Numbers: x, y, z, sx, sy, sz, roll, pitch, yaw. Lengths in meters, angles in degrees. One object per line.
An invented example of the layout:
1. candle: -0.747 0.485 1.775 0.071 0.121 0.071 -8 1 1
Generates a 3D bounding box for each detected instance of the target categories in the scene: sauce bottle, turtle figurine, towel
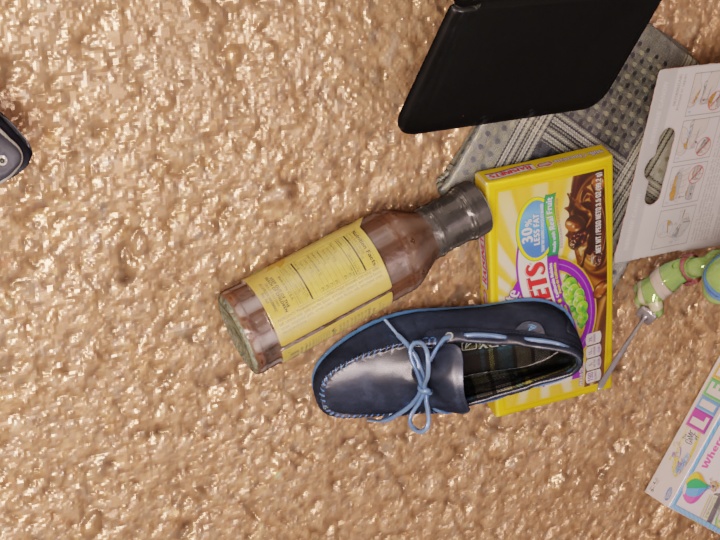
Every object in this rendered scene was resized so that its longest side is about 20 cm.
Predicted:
1. sauce bottle: 0.000 0.000 0.925 0.198 0.065 0.065 -27 117 -17
2. turtle figurine: 0.287 0.052 1.044 0.193 0.142 0.203 1 92 -54
3. towel: 0.169 -0.102 1.014 0.191 0.034 0.201 30 92 -30

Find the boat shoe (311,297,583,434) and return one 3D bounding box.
1. boat shoe: 0.063 0.064 0.959 0.198 0.069 0.085 -18 120 -4

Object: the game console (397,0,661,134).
1. game console: 0.108 -0.199 0.891 0.198 0.116 0.178 -12 87 -37

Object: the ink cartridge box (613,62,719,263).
1. ink cartridge box: 0.279 -0.099 1.042 0.197 0.057 0.164 -7 122 -24

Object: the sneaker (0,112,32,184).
1. sneaker: -0.225 -0.133 0.746 0.146 0.077 0.203 35 97 -21

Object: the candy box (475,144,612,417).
1. candy box: 0.140 0.011 1.007 0.101 0.026 0.202 -12 119 -10

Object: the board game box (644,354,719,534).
1. board game box: 0.349 0.135 1.181 0.134 0.034 0.202 29 91 -32
